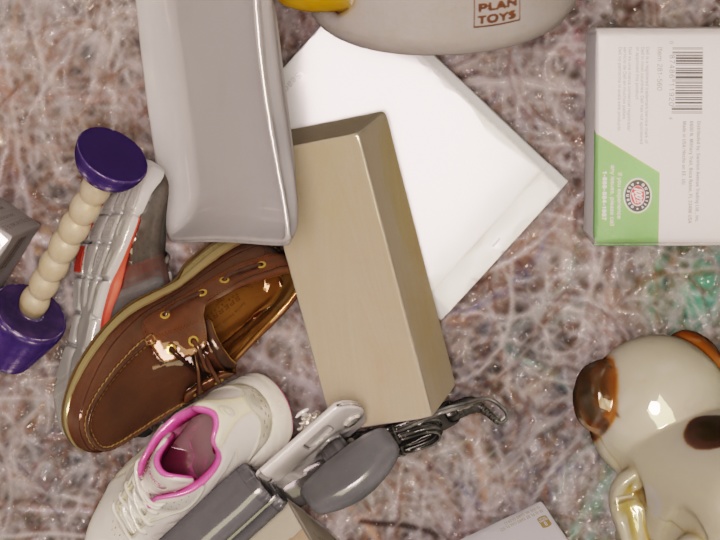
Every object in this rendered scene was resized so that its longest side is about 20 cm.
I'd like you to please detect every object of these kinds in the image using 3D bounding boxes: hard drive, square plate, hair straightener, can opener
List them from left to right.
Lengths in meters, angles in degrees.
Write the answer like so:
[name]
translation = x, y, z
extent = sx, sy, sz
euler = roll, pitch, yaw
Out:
[square plate]
translation = -0.094, -0.119, 1.475
extent = 0.028, 0.198, 0.202
euler = -10, 96, -27
[can opener]
translation = -0.067, 0.159, 1.481
extent = 0.199, 0.053, 0.067
euler = -38, 63, 7
[hair straightener]
translation = 0.008, 0.130, 1.538
extent = 0.198, 0.077, 0.041
euler = -18, 90, 4
[hard drive]
translation = 0.028, -0.082, 1.544
extent = 0.200, 0.026, 0.132
euler = 43, 95, -3

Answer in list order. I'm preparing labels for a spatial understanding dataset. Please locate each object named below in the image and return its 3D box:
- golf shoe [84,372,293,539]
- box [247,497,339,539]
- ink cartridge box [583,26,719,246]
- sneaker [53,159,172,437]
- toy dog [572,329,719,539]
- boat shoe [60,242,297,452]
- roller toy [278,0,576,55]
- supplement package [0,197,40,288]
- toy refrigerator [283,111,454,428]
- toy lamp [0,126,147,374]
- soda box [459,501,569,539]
[golf shoe]
translation = -0.136, 0.144, 1.520
extent = 0.200, 0.091, 0.075
euler = -46, 71, 23
[box]
translation = -0.094, 0.258, 1.535
extent = 0.200, 0.095, 0.078
euler = -39, 55, 6
[ink cartridge box]
translation = 0.254, -0.092, 1.506
extent = 0.198, 0.084, 0.148
euler = 1, 96, 1
[sneaker]
translation = -0.156, 0.024, 1.550
extent = 0.081, 0.077, 0.202
euler = 12, 97, -26
[toy dog]
translation = 0.221, 0.132, 1.483
extent = 0.139, 0.195, 0.200
euler = -24, 50, -13
[boat shoe]
translation = -0.118, 0.049, 1.494
extent = 0.200, 0.067, 0.072
euler = -44, 129, -25
[roller toy]
translation = 0.051, -0.219, 1.442
extent = 0.181, 0.200, 0.141
euler = 8, 117, 22
[supplement package]
translation = -0.340, -0.035, 1.512
extent = 0.199, 0.121, 0.120
euler = 34, 95, -2
[toy refrigerator]
translation = 0.000, 0.000, 1.511
extent = 0.075, 0.070, 0.202
euler = -10, 104, 21
[toy lamp]
translation = -0.206, -0.007, 1.507
extent = 0.058, 0.058, 0.201
euler = 32, 127, -1
[soda box]
translation = 0.055, 0.237, 1.510
extent = 0.199, 0.068, 0.064
euler = -24, 54, -17
